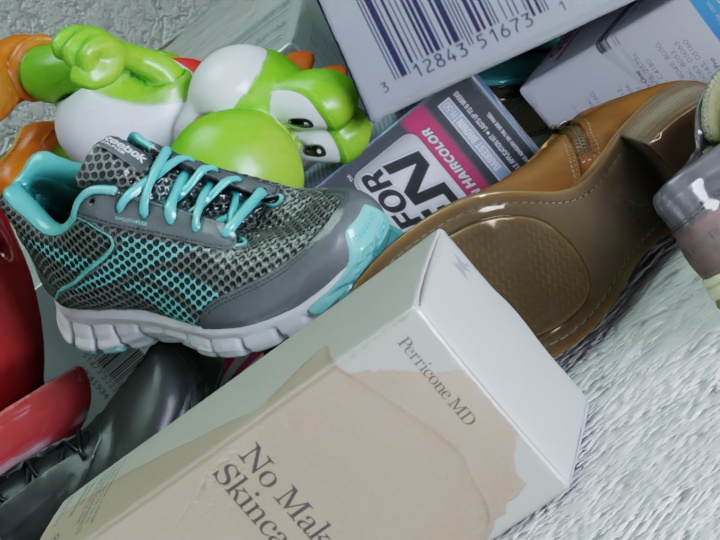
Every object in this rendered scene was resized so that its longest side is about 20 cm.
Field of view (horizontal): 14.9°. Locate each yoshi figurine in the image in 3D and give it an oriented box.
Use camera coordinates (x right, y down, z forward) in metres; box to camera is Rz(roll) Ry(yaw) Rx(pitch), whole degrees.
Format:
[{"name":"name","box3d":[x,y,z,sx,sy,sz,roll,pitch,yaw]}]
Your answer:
[{"name":"yoshi figurine","box3d":[-0.095,-0.057,1.257,0.200,0.112,0.112,1,-9,31]}]

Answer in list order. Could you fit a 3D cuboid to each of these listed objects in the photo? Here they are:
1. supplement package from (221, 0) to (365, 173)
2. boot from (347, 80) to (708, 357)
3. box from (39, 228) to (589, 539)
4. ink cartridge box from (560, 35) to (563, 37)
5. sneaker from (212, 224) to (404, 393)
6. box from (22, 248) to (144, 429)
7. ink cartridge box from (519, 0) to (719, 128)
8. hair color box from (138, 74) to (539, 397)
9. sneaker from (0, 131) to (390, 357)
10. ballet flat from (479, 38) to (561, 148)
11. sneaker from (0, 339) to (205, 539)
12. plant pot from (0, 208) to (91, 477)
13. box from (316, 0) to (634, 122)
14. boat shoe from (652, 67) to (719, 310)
[{"name":"supplement package","box3d":[-0.041,-0.033,1.428,0.151,0.152,0.200,-38,11,9]},{"name":"boot","box3d":[0.073,-0.016,1.175,0.200,0.074,0.155,-27,8,-8]},{"name":"box","box3d":[-0.021,0.084,1.033,0.200,0.095,0.078,-37,12,21]},{"name":"ink cartridge box","box3d":[0.119,-0.203,1.405,0.200,0.148,0.076,-13,15,4]},{"name":"sneaker","box3d":[-0.014,0.033,1.175,0.200,0.084,0.121,-173,101,-77]},{"name":"box","box3d":[-0.143,0.039,1.564,0.097,0.124,0.200,-41,10,-4]},{"name":"ink cartridge box","box3d":[0.156,-0.112,1.298,0.200,0.067,0.116,-28,16,48]},{"name":"hair color box","box3d":[0.000,0.000,1.290,0.200,0.099,0.061,-39,12,7]},{"name":"sneaker","box3d":[-0.077,-0.017,1.136,0.200,0.091,0.078,-7,38,43]},{"name":"ballet flat","box3d":[0.089,-0.089,1.453,0.068,0.067,0.200,1,16,14]},{"name":"sneaker","box3d":[-0.134,0.112,1.179,0.200,0.091,0.076,-60,9,4]},{"name":"plant pot","box3d":[-0.238,0.040,1.277,0.200,0.183,0.200,-33,2,1]},{"name":"box","box3d":[0.070,-0.169,1.268,0.184,0.105,0.200,-24,12,8]},{"name":"boat shoe","box3d":[0.161,-0.056,1.045,0.073,0.065,0.200,-36,10,30]}]
